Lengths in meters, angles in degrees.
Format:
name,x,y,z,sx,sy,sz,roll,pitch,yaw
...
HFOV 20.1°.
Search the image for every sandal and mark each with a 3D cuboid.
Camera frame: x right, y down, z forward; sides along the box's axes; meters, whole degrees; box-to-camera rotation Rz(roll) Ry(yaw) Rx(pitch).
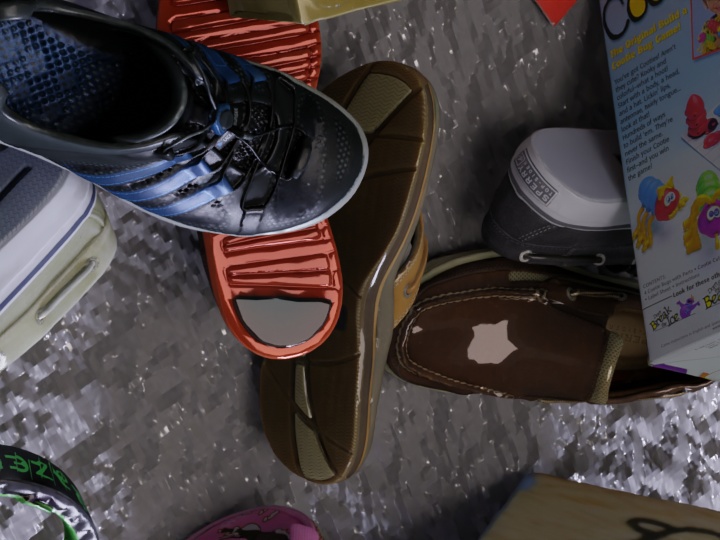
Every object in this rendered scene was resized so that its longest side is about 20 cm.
name,x,y,z,sx,sy,sz,roll,pitch,yaw
sandal,0.000,0.000,0.927,0.054,0.080,0.202,-13,118,-47

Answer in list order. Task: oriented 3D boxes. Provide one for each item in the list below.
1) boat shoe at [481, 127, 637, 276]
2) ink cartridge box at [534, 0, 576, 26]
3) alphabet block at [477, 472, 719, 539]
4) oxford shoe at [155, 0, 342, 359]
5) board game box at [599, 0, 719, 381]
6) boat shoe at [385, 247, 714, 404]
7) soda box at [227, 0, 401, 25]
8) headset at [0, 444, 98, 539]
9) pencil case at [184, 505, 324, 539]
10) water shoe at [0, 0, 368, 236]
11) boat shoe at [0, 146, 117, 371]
name,x,y,z,sx,sy,sz,roll,pitch,yaw
boat shoe,0.137,-0.026,1.019,0.199,0.070,0.066,-2,139,-46
ink cartridge box,0.118,-0.235,0.931,0.200,0.043,0.174,-50,127,-8
alphabet block,0.141,0.241,0.998,0.195,0.198,0.198,-43,137,-55
oxford shoe,-0.055,-0.064,0.873,0.071,0.073,0.202,-7,96,-13
board game box,0.192,-0.057,0.951,0.102,0.105,0.202,14,62,-38
boat shoe,0.101,0.032,1.006,0.201,0.075,0.075,-1,109,-35
soda box,0.039,-0.156,0.836,0.199,0.064,0.068,-18,108,-27
headset,-0.189,0.162,0.841,0.200,0.094,0.123,-47,134,15
pencil case,-0.033,0.210,0.982,0.086,0.083,0.201,-31,123,-20
water shoe,-0.074,-0.054,0.774,0.199,0.079,0.072,14,92,-30
boat shoe,-0.174,0.034,0.820,0.200,0.072,0.062,-45,132,-13
